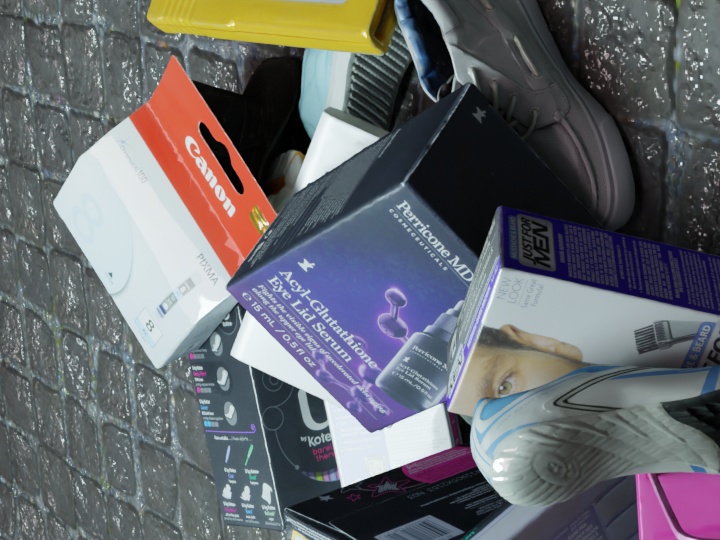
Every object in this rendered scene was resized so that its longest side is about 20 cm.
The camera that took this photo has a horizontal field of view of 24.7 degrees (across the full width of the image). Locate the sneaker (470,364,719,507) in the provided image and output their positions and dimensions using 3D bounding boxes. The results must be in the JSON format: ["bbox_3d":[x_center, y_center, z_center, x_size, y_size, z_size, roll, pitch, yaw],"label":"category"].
[{"bbox_3d":[0.155,0.075,0.875,0.073,0.199,0.072,-113,19,-53],"label":"sneaker"}]

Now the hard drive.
[{"bbox_3d":[0.000,0.000,1.181,0.131,0.027,0.201,24,111,5],"label":"hard drive"}]

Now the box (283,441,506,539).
[{"bbox_3d":[0.069,0.200,1.100,0.132,0.199,0.115,16,116,52],"label":"box"}]

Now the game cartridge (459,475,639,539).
[{"bbox_3d":[0.106,0.202,1.019,0.038,0.200,0.130,22,144,58],"label":"game cartridge"}]

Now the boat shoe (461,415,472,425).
[{"bbox_3d":[0.117,0.072,1.119,0.202,0.065,0.075,-2,119,61],"label":"boat shoe"}]

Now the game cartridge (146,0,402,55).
[{"bbox_3d":[-0.042,-0.240,1.129,0.199,0.032,0.177,11,77,34],"label":"game cartridge"}]

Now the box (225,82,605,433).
[{"bbox_3d":[0.037,-0.003,1.052,0.148,0.104,0.200,45,140,-13],"label":"box"}]

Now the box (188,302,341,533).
[{"bbox_3d":[-0.055,0.094,1.309,0.106,0.122,0.201,-7,96,57],"label":"box"}]

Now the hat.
[{"bbox_3d":[-0.130,-0.095,1.307,0.201,0.081,0.201,-50,24,32],"label":"hat"}]

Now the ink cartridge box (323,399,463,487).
[{"bbox_3d":[0.025,0.119,1.241,0.094,0.037,0.201,-10,96,21],"label":"ink cartridge box"}]

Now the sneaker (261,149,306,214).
[{"bbox_3d":[-0.053,-0.047,1.303,0.079,0.077,0.200,-70,18,-4],"label":"sneaker"}]

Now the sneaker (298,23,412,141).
[{"bbox_3d":[-0.008,-0.167,1.194,0.082,0.074,0.200,50,137,28],"label":"sneaker"}]

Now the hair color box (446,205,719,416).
[{"bbox_3d":[0.157,0.043,0.925,0.065,0.199,0.110,-84,8,-53],"label":"hair color box"}]

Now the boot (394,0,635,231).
[{"bbox_3d":[0.091,-0.104,1.052,0.201,0.095,0.074,62,143,20],"label":"boot"}]

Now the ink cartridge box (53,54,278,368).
[{"bbox_3d":[-0.145,-0.038,1.219,0.160,0.047,0.200,57,145,11],"label":"ink cartridge box"}]

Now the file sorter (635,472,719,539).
[{"bbox_3d":[0.230,0.209,0.887,0.125,0.138,0.201,-80,-15,-77],"label":"file sorter"}]
